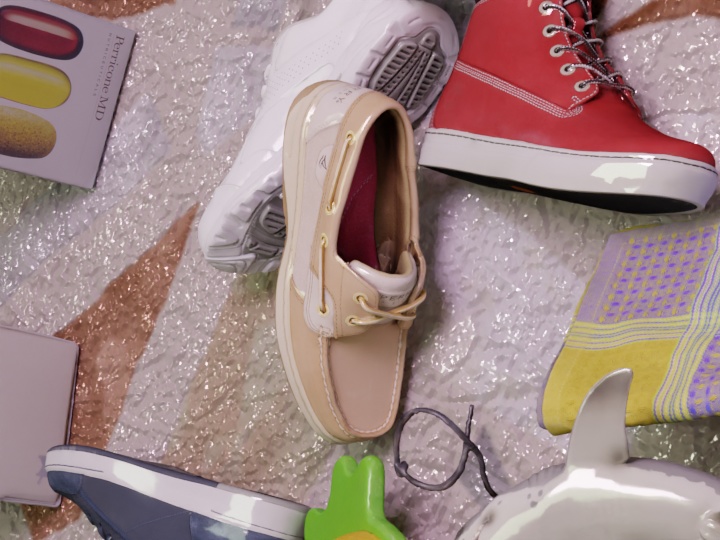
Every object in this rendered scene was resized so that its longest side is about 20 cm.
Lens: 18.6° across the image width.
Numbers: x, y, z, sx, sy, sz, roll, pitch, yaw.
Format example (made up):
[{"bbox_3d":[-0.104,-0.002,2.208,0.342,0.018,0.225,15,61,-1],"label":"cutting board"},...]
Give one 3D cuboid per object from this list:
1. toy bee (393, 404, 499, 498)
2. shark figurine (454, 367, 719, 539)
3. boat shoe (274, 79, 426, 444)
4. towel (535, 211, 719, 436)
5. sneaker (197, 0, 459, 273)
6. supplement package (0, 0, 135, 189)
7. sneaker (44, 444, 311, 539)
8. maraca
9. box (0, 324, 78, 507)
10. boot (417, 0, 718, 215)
[{"bbox_3d":[0.108,0.147,1.071,0.130,0.109,0.201,-1,105,35],"label":"toy bee"},{"bbox_3d":[0.157,0.121,0.987,0.214,0.089,0.129,22,100,17],"label":"shark figurine"},{"bbox_3d":[0.000,0.000,1.181,0.069,0.073,0.201,10,109,50],"label":"boat shoe"},{"bbox_3d":[0.178,0.013,1.020,0.199,0.023,0.144,-11,35,41],"label":"towel"},{"bbox_3d":[-0.029,-0.088,1.266,0.200,0.078,0.099,-49,45,12],"label":"sneaker"},{"bbox_3d":[-0.261,-0.132,1.395,0.109,0.199,0.114,18,94,44],"label":"supplement package"},{"bbox_3d":[-0.128,0.184,1.285,0.202,0.077,0.147,12,86,43],"label":"sneaker"},{"bbox_3d":[0.000,0.189,1.147,0.137,0.107,0.201,-58,31,36],"label":"maraca"},{"bbox_3d":[-0.297,0.088,1.430,0.199,0.128,0.110,-1,79,42],"label":"box"},{"bbox_3d":[0.115,-0.107,1.122,0.200,0.072,0.145,17,90,52],"label":"boot"}]
